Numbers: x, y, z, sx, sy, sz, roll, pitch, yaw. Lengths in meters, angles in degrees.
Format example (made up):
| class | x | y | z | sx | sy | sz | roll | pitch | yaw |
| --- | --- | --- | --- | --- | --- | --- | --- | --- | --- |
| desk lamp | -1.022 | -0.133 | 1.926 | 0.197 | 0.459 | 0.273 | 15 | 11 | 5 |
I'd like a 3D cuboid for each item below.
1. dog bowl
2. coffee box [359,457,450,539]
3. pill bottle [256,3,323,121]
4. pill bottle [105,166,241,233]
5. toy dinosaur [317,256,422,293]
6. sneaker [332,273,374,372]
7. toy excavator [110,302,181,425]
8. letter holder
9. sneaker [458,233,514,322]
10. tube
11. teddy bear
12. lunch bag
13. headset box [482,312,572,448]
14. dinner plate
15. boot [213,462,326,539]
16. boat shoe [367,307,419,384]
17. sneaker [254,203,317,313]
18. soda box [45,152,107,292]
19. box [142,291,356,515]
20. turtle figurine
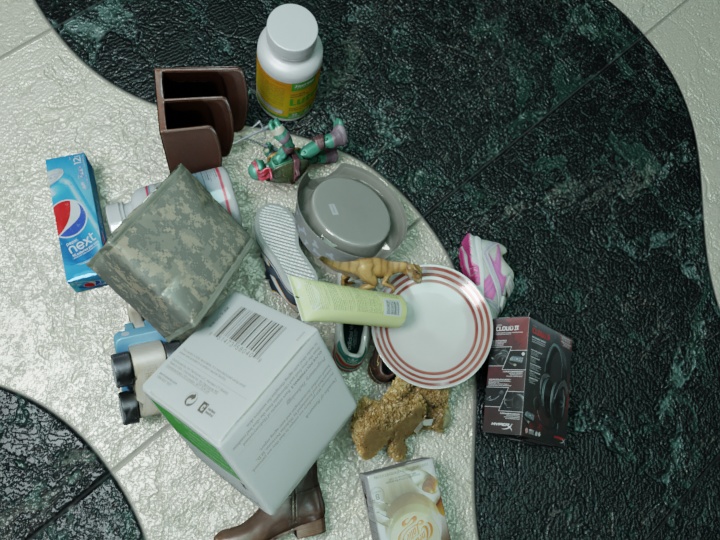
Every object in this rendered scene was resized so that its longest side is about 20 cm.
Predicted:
| class | x | y | z | sx | sy | sz | roll | pitch | yaw |
| --- | --- | --- | --- | --- | --- | --- | --- | --- | --- |
| dog bowl | -0.021 | -0.086 | 1.086 | 0.195 | 0.059 | 0.204 | 14 | 50 | -17 |
| coffee box | 0.076 | 0.403 | 0.998 | 0.111 | 0.080 | 0.205 | -10 | 78 | -13 |
| pill bottle | -0.120 | -0.348 | 1.095 | 0.108 | 0.200 | 0.114 | 3 | 75 | -9 |
| pill bottle | -0.297 | -0.089 | 1.043 | 0.195 | 0.109 | 0.111 | -17 | 79 | -14 |
| toy dinosaur | 0.000 | 0.000 | 1.000 | 0.195 | 0.107 | 0.061 | 3 | 49 | -28 |
| sneaker | -0.006 | 0.059 | 1.066 | 0.068 | 0.093 | 0.205 | 7 | 74 | -8 |
| toy excavator | -0.338 | 0.102 | 0.993 | 0.098 | 0.200 | 0.200 | -11 | 117 | -26 |
| letter holder | -0.244 | -0.226 | 1.040 | 0.138 | 0.200 | 0.103 | -7 | 76 | -12 |
| sneaker | 0.227 | 0.034 | 1.124 | 0.086 | 0.081 | 0.206 | 0 | 76 | -9 |
| tube | -0.017 | 0.050 | 0.951 | 0.197 | 0.057 | 0.053 | 10 | 92 | -41 |
| teddy bear | 0.067 | 0.228 | 1.037 | 0.197 | 0.067 | 0.148 | -28 | 123 | -20 |
| lunch bag | -0.261 | -0.033 | 0.940 | 0.164 | 0.117 | 0.202 | 46 | 50 | -17 |
| headset box | 0.277 | 0.175 | 1.064 | 0.147 | 0.076 | 0.205 | 25 | 68 | -41 |
| dinner plate | 0.113 | 0.088 | 1.039 | 0.194 | 0.024 | 0.206 | 1 | 70 | -2 |
| boot | -0.144 | 0.305 | 0.991 | 0.182 | 0.064 | 0.206 | -2 | 79 | -25 |
| boat shoe | 0.076 | 0.095 | 1.086 | 0.069 | 0.070 | 0.204 | 25 | 71 | -2 |
| sneaker | -0.128 | -0.018 | 1.079 | 0.076 | 0.080 | 0.203 | -12 | 53 | -19 |
| soda box | -0.444 | -0.076 | 1.032 | 0.063 | 0.068 | 0.205 | -13 | 78 | -14 |
| box | -0.152 | 0.177 | 0.914 | 0.196 | 0.173 | 0.201 | 18 | 55 | 41 |
| turtle figurine | -0.124 | -0.196 | 1.091 | 0.196 | 0.149 | 0.103 | -17 | 95 | -24 |
